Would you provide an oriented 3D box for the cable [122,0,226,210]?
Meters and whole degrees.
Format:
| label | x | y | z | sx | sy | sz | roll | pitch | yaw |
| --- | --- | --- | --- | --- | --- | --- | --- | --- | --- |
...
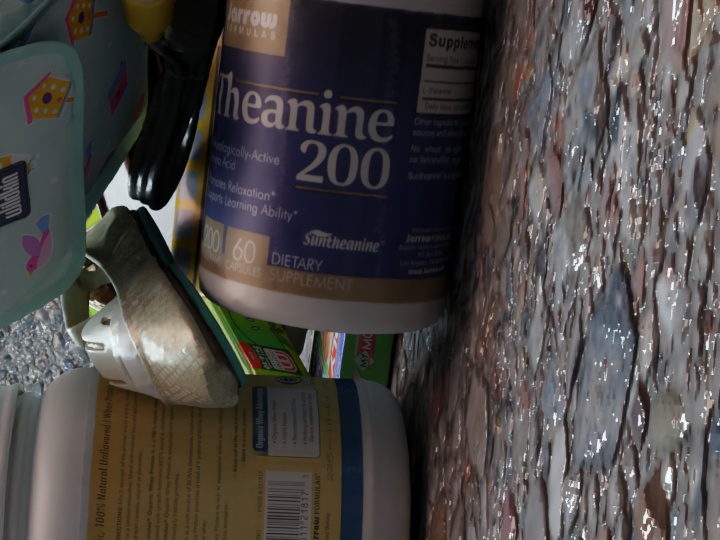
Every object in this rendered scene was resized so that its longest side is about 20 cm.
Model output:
| label | x | y | z | sx | sy | sz | roll | pitch | yaw |
| --- | --- | --- | --- | --- | --- | --- | --- | --- | --- |
| cable | -0.088 | -0.113 | 0.809 | 0.200 | 0.050 | 0.098 | 114 | 177 | -58 |

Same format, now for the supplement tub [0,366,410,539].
| label | x | y | z | sx | sy | sz | roll | pitch | yaw |
| --- | --- | --- | --- | --- | --- | --- | --- | --- | --- |
| supplement tub | -0.082 | 0.120 | 0.825 | 0.145 | 0.198 | 0.146 | -177 | 90 | -83 |

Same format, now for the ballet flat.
| label | x | y | z | sx | sy | sz | roll | pitch | yaw |
| --- | --- | --- | --- | --- | --- | --- | --- | --- | --- |
| ballet flat | -0.101 | 0.025 | 0.804 | 0.068 | 0.062 | 0.200 | 63 | 173 | -22 |

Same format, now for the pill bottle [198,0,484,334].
| label | x | y | z | sx | sy | sz | roll | pitch | yaw |
| --- | --- | --- | --- | --- | --- | --- | --- | --- | --- |
| pill bottle | -0.006 | -0.081 | 0.748 | 0.111 | 0.110 | 0.202 | -123 | 39 | -78 |

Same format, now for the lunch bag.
| label | x | y | z | sx | sy | sz | roll | pitch | yaw |
| --- | --- | --- | --- | --- | --- | --- | --- | --- | --- |
| lunch bag | -0.172 | -0.076 | 0.780 | 0.171 | 0.121 | 0.201 | 99 | -169 | -48 |

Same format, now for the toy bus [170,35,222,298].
| label | x | y | z | sx | sy | sz | roll | pitch | yaw |
| --- | --- | --- | --- | --- | --- | --- | --- | --- | --- |
| toy bus | -0.046 | -0.085 | 0.890 | 0.078 | 0.065 | 0.202 | 7 | 92 | 42 |

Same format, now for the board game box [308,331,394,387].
| label | x | y | z | sx | sy | sz | roll | pitch | yaw |
| --- | --- | --- | --- | --- | --- | --- | --- | --- | --- |
| board game box | 0.000 | 0.000 | 0.961 | 0.135 | 0.029 | 0.202 | -106 | 23 | -72 |

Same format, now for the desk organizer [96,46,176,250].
| label | x | y | z | sx | sy | sz | roll | pitch | yaw |
| --- | --- | --- | --- | --- | --- | --- | --- | --- | --- |
| desk organizer | -0.107 | -0.093 | 0.938 | 0.072 | 0.076 | 0.202 | -39 | -56 | -42 |

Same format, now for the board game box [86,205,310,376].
| label | x | y | z | sx | sy | sz | roll | pitch | yaw |
| --- | --- | --- | --- | --- | --- | --- | --- | --- | --- |
| board game box | -0.111 | 0.031 | 1.065 | 0.102 | 0.047 | 0.201 | -54 | 48 | 25 |

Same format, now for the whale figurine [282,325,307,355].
| label | x | y | z | sx | sy | sz | roll | pitch | yaw |
| --- | --- | --- | --- | --- | --- | --- | --- | --- | --- |
| whale figurine | -0.067 | -0.013 | 1.186 | 0.200 | 0.103 | 0.161 | 115 | 159 | -66 |
